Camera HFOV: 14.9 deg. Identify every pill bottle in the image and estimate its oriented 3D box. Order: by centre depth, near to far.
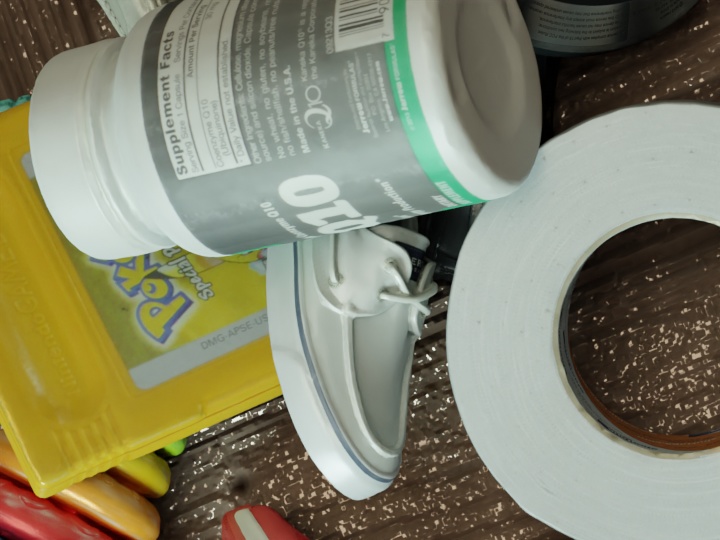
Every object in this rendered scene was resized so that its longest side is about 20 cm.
[{"bbox_3d":[-0.033,-0.068,1.178,0.200,0.113,0.113,-11,79,26],"label":"pill bottle"}]

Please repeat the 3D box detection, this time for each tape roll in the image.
[{"bbox_3d":[0.138,0.026,1.201,0.200,0.066,0.201,1,93,9],"label":"tape roll"}]

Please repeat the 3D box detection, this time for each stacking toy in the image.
[{"bbox_3d":[-0.120,0.068,1.312,0.110,0.116,0.200,25,78,15],"label":"stacking toy"}]

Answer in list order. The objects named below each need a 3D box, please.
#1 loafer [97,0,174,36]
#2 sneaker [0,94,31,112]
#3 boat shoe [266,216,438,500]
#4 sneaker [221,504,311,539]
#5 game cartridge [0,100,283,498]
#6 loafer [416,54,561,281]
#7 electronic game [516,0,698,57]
[{"bbox_3d":[-0.134,-0.168,1.342,0.070,0.070,0.200,-41,52,18],"label":"loafer"},{"bbox_3d":[-0.211,-0.001,1.368,0.091,0.078,0.200,45,99,-2],"label":"sneaker"},{"bbox_3d":[0.000,0.000,1.231,0.065,0.074,0.200,-21,67,29],"label":"boat shoe"},{"bbox_3d":[0.025,0.167,1.264,0.115,0.078,0.200,-26,55,-18],"label":"sneaker"},{"bbox_3d":[-0.096,-0.011,1.285,0.200,0.032,0.177,-23,73,-19],"label":"game cartridge"},{"bbox_3d":[0.057,-0.092,1.272,0.070,0.068,0.201,4,88,13],"label":"loafer"},{"bbox_3d":[0.085,-0.194,1.232,0.042,0.200,0.201,159,113,-63],"label":"electronic game"}]
